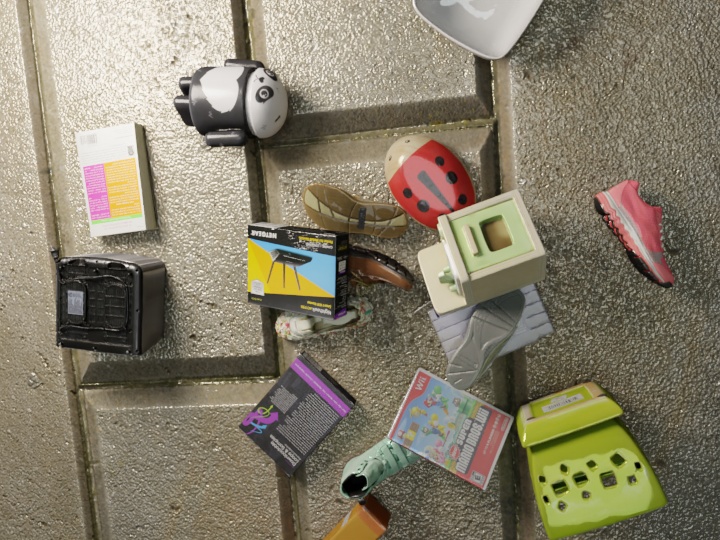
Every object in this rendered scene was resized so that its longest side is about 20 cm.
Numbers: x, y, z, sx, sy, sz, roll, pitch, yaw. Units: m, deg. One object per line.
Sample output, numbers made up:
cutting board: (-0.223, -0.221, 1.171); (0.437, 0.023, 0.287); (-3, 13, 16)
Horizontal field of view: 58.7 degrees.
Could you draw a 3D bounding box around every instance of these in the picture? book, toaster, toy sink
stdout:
book: (-0.475, -0.173, 1.240); (0.131, 0.048, 0.204); (-5, 95, 12)
toaster: (-0.482, 0.053, 1.229); (0.178, 0.119, 0.204); (4, 98, 8)
toy sink: (0.197, -0.029, 1.084); (0.197, 0.112, 0.132); (-19, 63, 7)

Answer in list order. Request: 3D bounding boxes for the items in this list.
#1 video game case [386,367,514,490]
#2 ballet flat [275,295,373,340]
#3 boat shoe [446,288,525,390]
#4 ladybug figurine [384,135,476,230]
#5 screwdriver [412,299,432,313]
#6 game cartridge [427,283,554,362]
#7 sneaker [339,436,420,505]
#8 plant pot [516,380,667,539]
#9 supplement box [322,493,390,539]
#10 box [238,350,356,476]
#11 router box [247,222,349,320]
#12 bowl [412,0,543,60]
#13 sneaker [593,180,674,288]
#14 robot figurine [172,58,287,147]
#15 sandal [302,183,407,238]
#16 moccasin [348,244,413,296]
video game case: (0.166, 0.288, 1.174); (0.198, 0.017, 0.144); (27, 73, 5)
ballet flat: (-0.074, 0.088, 1.197); (0.197, 0.064, 0.077); (-15, 95, 11)
boat shoe: (0.223, 0.120, 1.128); (0.074, 0.065, 0.204); (31, 95, 24)
ladybug figurine: (0.125, -0.152, 1.132); (0.200, 0.072, 0.136); (44, 101, 2)
screwdriver: (0.179, 0.025, 1.169); (0.199, 0.028, 0.029); (-40, 118, 13)
game cartridge: (0.236, 0.093, 1.164); (0.198, 0.038, 0.131); (-24, 96, 11)
sneaker: (0.050, 0.357, 1.181); (0.199, 0.118, 0.074); (-34, 89, 10)
plant pot: (0.372, 0.306, 1.089); (0.197, 0.199, 0.184); (-21, 87, 11)
supplement box: (-0.032, 0.530, 1.242); (0.066, 0.069, 0.200); (43, 99, 3)
box: (-0.124, 0.278, 1.242); (0.143, 0.036, 0.200); (42, 100, 3)
router box: (-0.115, -0.003, 1.161); (0.197, 0.051, 0.152); (8, 103, 31)
bowl: (0.205, -0.473, 1.080); (0.199, 0.075, 0.201); (34, 100, 3)
sneaker: (0.485, -0.064, 1.085); (0.086, 0.074, 0.201); (-34, 90, 10)
robot figurine: (-0.229, -0.301, 1.143); (0.196, 0.125, 0.153); (4, 105, 9)
sandal: (-0.010, -0.107, 1.170); (0.197, 0.054, 0.082); (13, 108, 0)
moccasin: (0.000, 0.000, 1.169); (0.198, 0.074, 0.079); (17, 102, 7)
